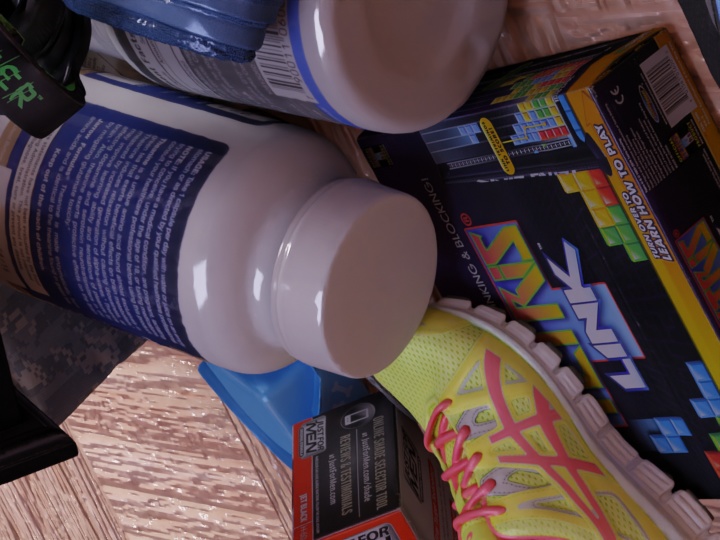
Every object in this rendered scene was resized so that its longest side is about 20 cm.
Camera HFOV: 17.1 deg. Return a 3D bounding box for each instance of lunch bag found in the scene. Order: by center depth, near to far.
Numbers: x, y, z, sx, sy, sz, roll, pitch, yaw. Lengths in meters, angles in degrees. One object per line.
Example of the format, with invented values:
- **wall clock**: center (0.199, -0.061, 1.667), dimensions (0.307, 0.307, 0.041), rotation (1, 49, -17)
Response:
- **lunch bag**: center (-0.199, -0.009, 1.311), dimensions (0.200, 0.164, 0.118), rotation (10, 134, 46)

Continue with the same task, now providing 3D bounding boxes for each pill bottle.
- **pill bottle**: center (-0.043, -0.128, 1.040), dimensions (0.200, 0.114, 0.114), rotation (16, 134, 44)
- **pill bottle**: center (-0.069, -0.018, 1.067), dimensions (0.200, 0.111, 0.111), rotation (18, 135, 34)

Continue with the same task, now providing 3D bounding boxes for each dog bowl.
- **dog bowl**: center (-0.056, 0.033, 1.231), dimensions (0.111, 0.050, 0.200), rotation (33, 163, 48)

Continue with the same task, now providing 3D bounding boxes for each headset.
- **headset**: center (-0.158, -0.133, 1.008), dimensions (0.124, 0.094, 0.200), rotation (50, -177, -30)

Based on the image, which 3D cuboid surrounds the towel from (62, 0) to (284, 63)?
- **towel**: center (-0.056, -0.188, 0.949), dimensions (0.112, 0.048, 0.200), rotation (22, 99, 43)

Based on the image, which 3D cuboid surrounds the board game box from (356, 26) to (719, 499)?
- **board game box**: center (0.106, 0.005, 1.037), dimensions (0.165, 0.057, 0.200), rotation (-10, 113, 54)

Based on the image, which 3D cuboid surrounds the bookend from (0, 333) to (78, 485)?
- **bookend**: center (-0.223, -0.021, 1.068), dimensions (0.199, 0.092, 0.200), rotation (29, 134, 58)

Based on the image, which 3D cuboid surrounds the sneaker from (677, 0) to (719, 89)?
- **sneaker**: center (0.115, -0.149, 0.866), dimensions (0.200, 0.071, 0.083), rotation (62, 153, -7)

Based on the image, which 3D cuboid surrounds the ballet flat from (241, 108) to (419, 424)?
- **ballet flat**: center (0.000, 0.000, 1.177), dimensions (0.046, 0.067, 0.200), rotation (-40, 87, 18)

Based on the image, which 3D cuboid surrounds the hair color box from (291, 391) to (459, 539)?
- **hair color box**: center (0.034, 0.167, 1.197), dimensions (0.061, 0.102, 0.200), rotation (-21, 121, 12)

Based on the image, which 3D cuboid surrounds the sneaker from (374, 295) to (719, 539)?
- **sneaker**: center (0.066, 0.092, 1.039), dimensions (0.200, 0.090, 0.078), rotation (42, 150, 19)

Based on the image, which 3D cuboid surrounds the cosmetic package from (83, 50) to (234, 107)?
- **cosmetic package**: center (-0.155, -0.139, 1.211), dimensions (0.200, 0.073, 0.104), rotation (43, 148, 15)
